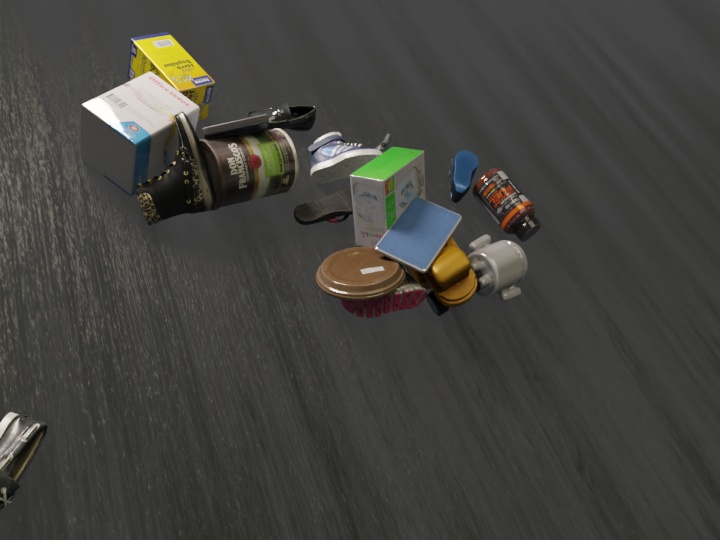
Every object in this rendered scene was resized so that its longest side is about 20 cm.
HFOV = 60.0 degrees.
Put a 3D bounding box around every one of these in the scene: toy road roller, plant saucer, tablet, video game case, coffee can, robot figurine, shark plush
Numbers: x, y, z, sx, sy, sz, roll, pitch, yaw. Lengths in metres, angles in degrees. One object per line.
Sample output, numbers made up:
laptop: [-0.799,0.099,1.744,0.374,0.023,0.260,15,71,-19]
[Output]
toy road roller: [0.181,-0.014,1.389,0.121,0.147,0.202,-29,68,-7]
plant saucer: [0.000,0.000,1.335,0.194,0.030,0.201,-2,29,1]
tablet: [0.131,-0.083,1.383,0.128,0.014,0.201,25,53,18]
video game case: [-0.280,-0.311,1.401,0.139,0.200,0.019,-15,95,-11]
coffee can: [-0.256,-0.228,1.382,0.197,0.148,0.147,-19,62,-37]
robot figurine: [0.327,-0.006,1.511,0.197,0.113,0.173,-19,78,-37]
shark plush: [0.052,-0.297,1.640,0.090,0.084,0.200,38,46,9]

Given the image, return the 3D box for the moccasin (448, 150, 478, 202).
moccasin: [0.277,-0.265,1.741,0.079,0.069,0.201,25,44,6]

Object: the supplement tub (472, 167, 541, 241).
supplement tub: [0.402,-0.175,1.697,0.105,0.108,0.201,-20,63,-37]

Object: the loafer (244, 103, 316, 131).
loafer: [-0.204,-0.400,1.607,0.197,0.071,0.069,-10,56,-33]

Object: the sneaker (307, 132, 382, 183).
sneaker: [-0.036,-0.303,1.551,0.195,0.081,0.149,-12,53,18]

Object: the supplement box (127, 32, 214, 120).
supplement box: [-0.459,-0.462,1.505,0.200,0.110,0.109,46,47,16]

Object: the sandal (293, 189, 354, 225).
sandal: [-0.066,-0.143,1.487,0.196,0.046,0.076,-16,53,-18]

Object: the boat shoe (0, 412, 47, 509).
boat shoe: [-0.504,0.292,0.868,0.059,0.076,0.203,13,48,-7]

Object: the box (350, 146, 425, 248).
box: [0.067,-0.169,1.460,0.095,0.180,0.199,13,33,30]

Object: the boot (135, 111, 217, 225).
boot: [-0.389,-0.203,1.265,0.150,0.073,0.208,-17,96,-3]

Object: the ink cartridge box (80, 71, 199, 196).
ink cartridge box: [-0.469,-0.295,1.332,0.145,0.147,0.200,35,45,6]

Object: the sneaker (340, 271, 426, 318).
sneaker: [0.043,0.044,1.358,0.195,0.075,0.088,-7,39,-21]
